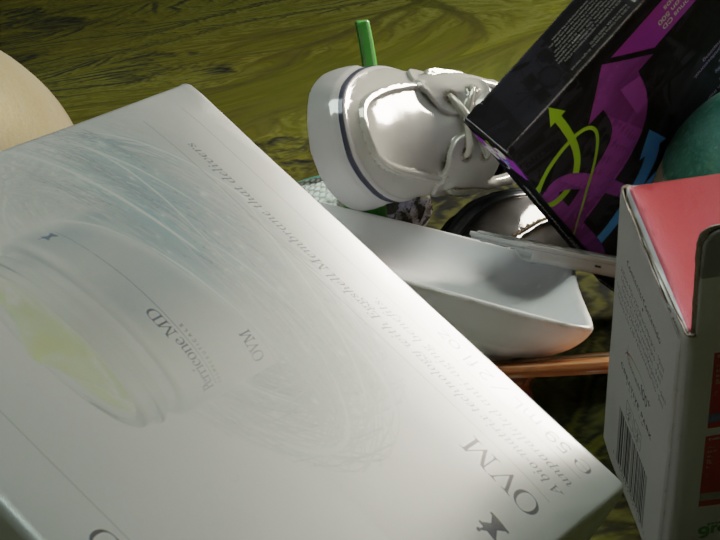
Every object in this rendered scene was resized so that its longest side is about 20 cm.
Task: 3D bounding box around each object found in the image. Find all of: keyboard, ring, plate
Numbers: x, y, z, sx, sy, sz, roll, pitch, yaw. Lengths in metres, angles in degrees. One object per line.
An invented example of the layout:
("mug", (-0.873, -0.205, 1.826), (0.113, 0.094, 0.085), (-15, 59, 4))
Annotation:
("keyboard", (0.150, 0.001, 1.088), (0.199, 0.011, 0.056), (10, 8, -27))
("ring", (0.131, 0.043, 0.963), (0.199, 0.019, 0.200), (-5, -1, 0))
("plate", (0.000, 0.000, 0.989), (0.198, 0.033, 0.200), (14, 8, 1))

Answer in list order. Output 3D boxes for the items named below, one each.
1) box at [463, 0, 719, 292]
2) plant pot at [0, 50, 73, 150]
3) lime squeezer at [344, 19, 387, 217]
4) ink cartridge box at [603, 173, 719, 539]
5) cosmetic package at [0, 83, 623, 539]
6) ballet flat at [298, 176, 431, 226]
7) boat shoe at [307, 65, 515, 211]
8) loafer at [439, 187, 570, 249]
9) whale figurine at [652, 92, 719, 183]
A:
("box", (0.144, -0.076, 1.095), (0.036, 0.143, 0.200), (42, 0, 33))
("plant pot", (-0.225, -0.045, 1.111), (0.186, 0.189, 0.200), (-9, -4, -9))
("lime squeezer", (-0.014, -0.024, 1.141), (0.070, 0.201, 0.038), (27, 4, 8))
("ink cartridge box", (0.197, 0.013, 0.800), (0.198, 0.176, 0.084), (-8, 43, -8))
("cosmetic package", (-0.065, 0.069, 0.658), (0.199, 0.123, 0.200), (42, 36, 15))
("ballet flat", (-0.057, -0.007, 1.239), (0.199, 0.073, 0.072), (-7, 15, 0))
("boat shoe", (0.042, -0.067, 1.105), (0.065, 0.073, 0.200), (-13, -9, 27))
("loafer", (0.059, 0.015, 1.125), (0.072, 0.073, 0.199), (32, 41, 33))
("whale figurine", (0.239, -0.034, 1.072), (0.199, 0.104, 0.159), (7, 32, -27))
